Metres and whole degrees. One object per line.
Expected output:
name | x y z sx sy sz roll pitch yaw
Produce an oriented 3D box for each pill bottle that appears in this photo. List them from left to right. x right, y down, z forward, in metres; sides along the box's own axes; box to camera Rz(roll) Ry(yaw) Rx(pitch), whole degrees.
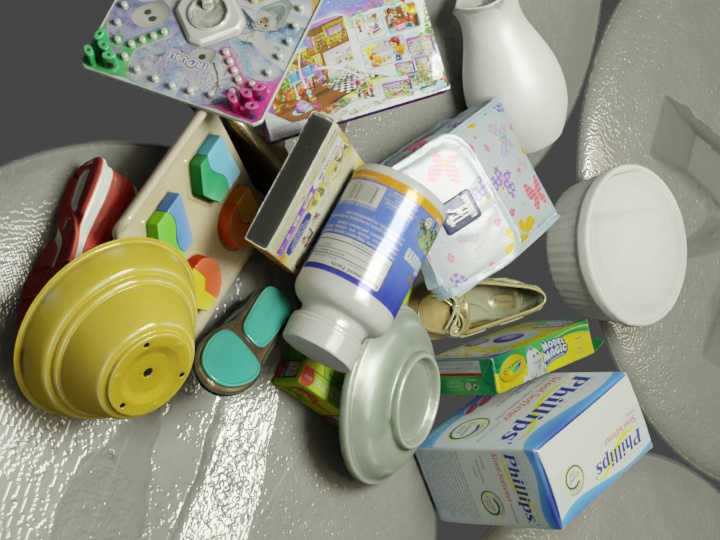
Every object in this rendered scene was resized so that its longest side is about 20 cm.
pill bottle | 0.000 0.000 1.679 0.112 0.112 0.201 37 73 -32

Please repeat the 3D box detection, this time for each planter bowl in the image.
planter bowl | -0.217 0.076 1.509 0.199 0.083 0.202 -26 136 -28

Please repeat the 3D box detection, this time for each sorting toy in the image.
sorting toy | -0.159 -0.042 1.611 0.186 0.036 0.201 -59 146 -31

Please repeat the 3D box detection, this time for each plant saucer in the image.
plant saucer | 0.044 0.139 1.768 0.200 0.050 0.203 -28 122 -58

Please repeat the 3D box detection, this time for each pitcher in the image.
pitcher | 0.174 -0.255 1.933 0.172 0.120 0.202 -85 155 -63

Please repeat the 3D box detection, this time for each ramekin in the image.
ramekin | 0.318 -0.029 2.042 0.201 0.094 0.205 4 84 -40

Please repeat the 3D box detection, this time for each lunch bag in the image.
lunch bag | 0.115 -0.079 1.832 0.200 0.126 0.171 -35 101 -44

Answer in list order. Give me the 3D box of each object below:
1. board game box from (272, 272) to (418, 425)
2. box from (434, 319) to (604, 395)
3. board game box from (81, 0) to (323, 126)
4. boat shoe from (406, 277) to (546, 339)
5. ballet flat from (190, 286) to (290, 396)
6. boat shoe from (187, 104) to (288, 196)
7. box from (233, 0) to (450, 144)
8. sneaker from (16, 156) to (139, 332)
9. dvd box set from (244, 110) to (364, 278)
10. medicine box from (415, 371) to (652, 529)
board game box | -0.013 0.058 1.776 0.101 0.047 0.202 37 63 -32
box | 0.185 0.098 1.900 0.199 0.117 0.049 -16 97 -41
board game box | -0.152 -0.258 1.610 0.026 0.198 0.201 85 27 -63
boat shoe | 0.132 0.041 1.894 0.199 0.063 0.074 -2 87 -41
ballet flat | -0.128 0.085 1.628 0.068 0.068 0.200 49 30 -3
boat shoe | -0.112 -0.153 1.694 0.067 0.074 0.201 -50 117 -26
box | -0.020 -0.223 1.659 0.198 0.039 0.138 -16 91 -10
sneaker | -0.248 0.001 1.559 0.115 0.078 0.202 32 67 -33
dvd box set | -0.052 -0.072 1.662 0.147 0.029 0.200 -62 167 -3
medicine box | 0.197 0.202 1.844 0.182 0.199 0.104 -33 107 -38
